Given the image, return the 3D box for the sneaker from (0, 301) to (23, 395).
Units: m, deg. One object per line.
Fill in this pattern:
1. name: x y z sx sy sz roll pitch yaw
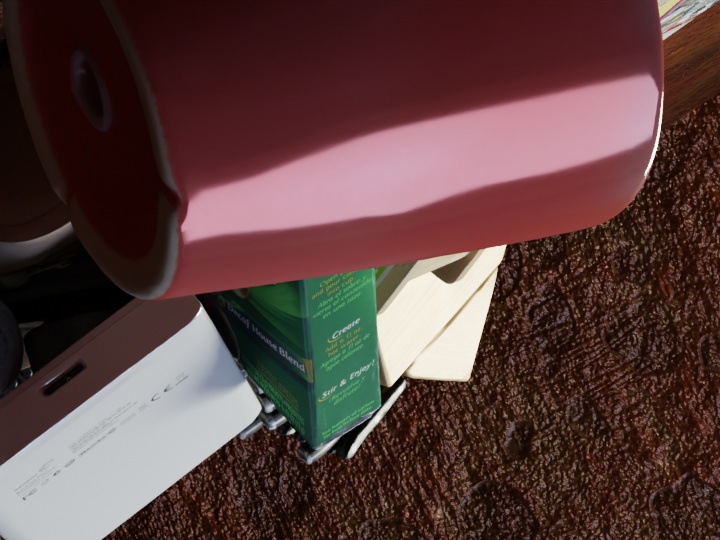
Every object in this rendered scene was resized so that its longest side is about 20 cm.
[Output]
1. sneaker: -0.244 0.034 1.272 0.199 0.075 0.085 -3 -178 -12

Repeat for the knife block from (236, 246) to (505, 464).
1. knife block: 0.000 0.000 1.569 0.175 0.064 0.201 9 98 -57

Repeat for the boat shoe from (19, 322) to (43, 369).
1. boat shoe: -0.139 -0.034 1.456 0.200 0.071 0.065 -46 -158 37

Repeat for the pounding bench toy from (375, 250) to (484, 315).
1. pounding bench toy: 0.041 -0.100 1.462 0.200 0.124 0.156 -53 169 18

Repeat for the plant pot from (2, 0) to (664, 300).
1. plant pot: -0.019 -0.084 1.057 0.177 0.201 0.200 -19 170 -22

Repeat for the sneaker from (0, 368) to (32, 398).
1. sneaker: -0.185 0.053 2.022 0.200 0.066 0.078 -32 -173 2

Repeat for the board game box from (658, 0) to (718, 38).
1. board game box: 0.150 -0.149 1.624 0.135 0.035 0.200 -34 174 29

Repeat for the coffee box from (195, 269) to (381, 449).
1. coffee box: -0.044 -0.023 1.337 0.044 0.123 0.200 -32 150 -20

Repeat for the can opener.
1. can opener: -0.180 0.014 1.402 0.199 0.079 0.063 -4 156 8

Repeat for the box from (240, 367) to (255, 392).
1. box: -0.135 0.045 1.854 0.106 0.122 0.200 -31 175 -6

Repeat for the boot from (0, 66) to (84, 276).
1. boot: -0.127 -0.040 1.276 0.200 0.070 0.146 -15 172 31

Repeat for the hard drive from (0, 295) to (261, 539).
1. hard drive: -0.114 0.073 1.358 0.132 0.027 0.200 -37 164 -5
